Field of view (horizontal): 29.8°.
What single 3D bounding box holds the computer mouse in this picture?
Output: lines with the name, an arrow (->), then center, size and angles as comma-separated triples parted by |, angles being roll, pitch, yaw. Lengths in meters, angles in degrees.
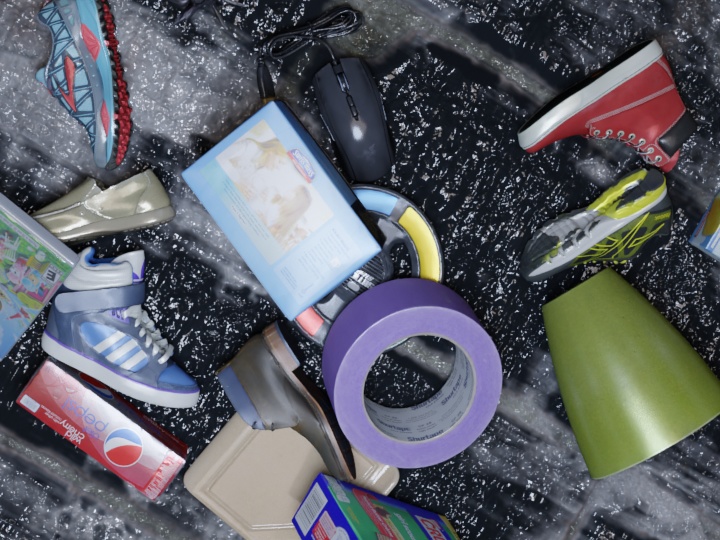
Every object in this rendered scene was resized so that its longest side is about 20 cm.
computer mouse -> -0.041, -0.190, 1.542 | 0.138, 0.046, 0.203 | -15, 99, -3

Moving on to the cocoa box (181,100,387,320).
cocoa box -> -0.080, -0.069, 1.483 | 0.133, 0.131, 0.201 | -37, 94, 7

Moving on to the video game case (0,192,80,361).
video game case -> -0.434, -0.016, 1.500 | 0.199, 0.022, 0.182 | 39, 121, -9

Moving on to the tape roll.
tape roll -> 0.058, 0.118, 1.554 | 0.197, 0.085, 0.203 | -4, 113, -10

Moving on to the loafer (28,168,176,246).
loafer -> -0.307, -0.069, 1.522 | 0.197, 0.076, 0.069 | -10, 89, -1

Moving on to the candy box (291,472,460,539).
candy box -> 0.041, 0.330, 1.531 | 0.198, 0.169, 0.078 | 27, 103, -33

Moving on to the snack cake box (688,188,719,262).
snack cake box -> 0.493, -0.088, 1.599 | 0.114, 0.067, 0.202 | 29, 95, -8

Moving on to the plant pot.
plant pot -> 0.298, 0.106, 1.567 | 0.185, 0.187, 0.202 | -30, 85, -1

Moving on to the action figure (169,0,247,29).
action figure -> -0.208, -0.354, 1.479 | 0.119, 0.102, 0.200 | -45, 126, -6

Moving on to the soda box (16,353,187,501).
soda box -> -0.295, 0.177, 1.558 | 0.199, 0.070, 0.064 | 38, 92, -9

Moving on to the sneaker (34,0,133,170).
sneaker -> -0.311, -0.208, 1.508 | 0.094, 0.079, 0.203 | -9, 91, 6

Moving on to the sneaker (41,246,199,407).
sneaker -> -0.254, 0.056, 1.539 | 0.198, 0.081, 0.148 | 24, 100, -3

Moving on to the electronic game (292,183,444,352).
electronic game -> 0.000, 0.000, 1.576 | 0.196, 0.042, 0.204 | -1, 99, -6

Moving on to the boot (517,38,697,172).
boot -> 0.291, -0.156, 1.570 | 0.198, 0.072, 0.146 | -31, 101, -4

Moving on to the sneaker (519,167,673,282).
sneaker -> 0.282, -0.033, 1.583 | 0.198, 0.075, 0.085 | -31, 120, 10

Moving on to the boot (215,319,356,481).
boot -> -0.084, 0.168, 1.554 | 0.096, 0.075, 0.202 | -29, 84, 7

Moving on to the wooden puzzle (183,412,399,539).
wooden puzzle -> -0.082, 0.244, 1.609 | 0.200, 0.037, 0.185 | 42, 92, -5
